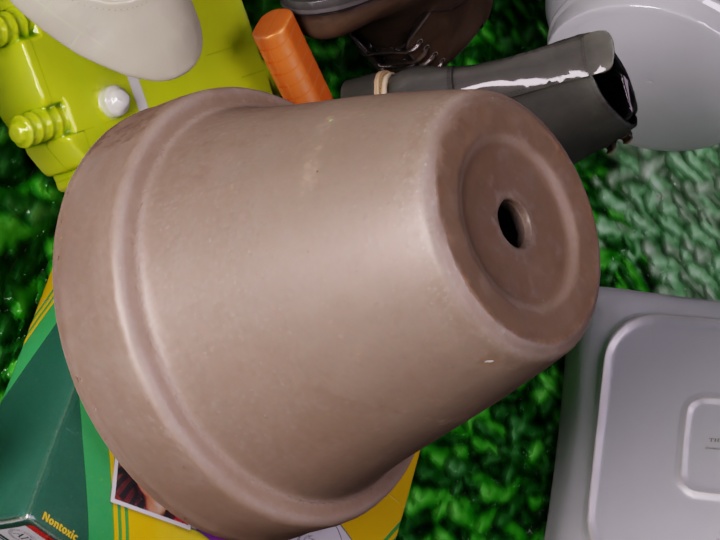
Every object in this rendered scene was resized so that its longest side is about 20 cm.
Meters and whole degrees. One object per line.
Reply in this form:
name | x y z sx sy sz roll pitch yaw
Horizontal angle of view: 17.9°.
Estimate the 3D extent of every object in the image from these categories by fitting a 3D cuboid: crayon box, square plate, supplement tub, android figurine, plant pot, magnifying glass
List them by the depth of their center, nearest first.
plant pot | 0.000 0.000 0.960 0.200 0.174 0.201 22 58 -42
crayon box | -0.068 0.089 1.030 0.200 0.058 0.173 41 52 -33
android figurine | -0.101 -0.107 1.066 0.200 0.041 0.182 -22 96 -50
magnifying glass | -0.006 -0.041 1.133 0.200 0.022 0.080 66 31 -33
square plate | 0.204 0.101 1.240 0.028 0.200 0.198 77 20 -63
supplement tub | 0.189 -0.184 1.329 0.145 0.145 0.200 43 50 -31

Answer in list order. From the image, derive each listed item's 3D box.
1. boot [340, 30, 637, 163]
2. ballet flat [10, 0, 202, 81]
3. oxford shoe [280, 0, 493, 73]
boot | 0.092 -0.053 1.158 0.200 0.138 0.078 33 47 -62
ballet flat | -0.142 -0.157 0.974 0.200 0.069 0.070 38 51 -11
oxford shoe | 0.023 -0.134 1.172 0.200 0.073 0.085 -24 117 -58
